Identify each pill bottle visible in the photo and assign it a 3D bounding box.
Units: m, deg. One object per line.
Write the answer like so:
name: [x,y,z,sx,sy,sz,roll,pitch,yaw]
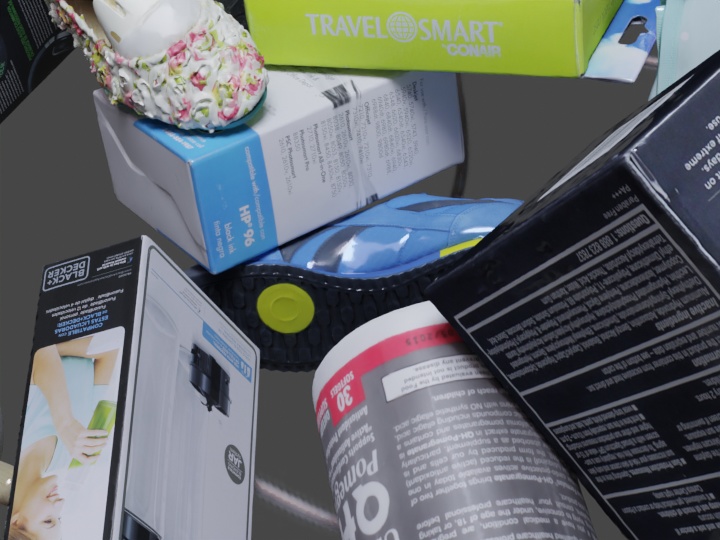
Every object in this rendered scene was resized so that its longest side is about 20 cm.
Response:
pill bottle: [0.048,0.123,0.666,0.109,0.111,0.202,-13,55,-2]

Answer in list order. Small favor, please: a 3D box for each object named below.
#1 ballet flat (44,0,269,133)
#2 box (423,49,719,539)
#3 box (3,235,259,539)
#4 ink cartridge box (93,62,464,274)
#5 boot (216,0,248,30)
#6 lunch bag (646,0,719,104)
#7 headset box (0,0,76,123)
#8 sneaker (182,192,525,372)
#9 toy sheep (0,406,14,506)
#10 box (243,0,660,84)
ballet flat: [-0.120,-0.132,0.767,0.076,0.064,0.200,-44,48,-10]
box: [0.155,0.028,0.582,0.123,0.200,0.199,-39,91,-21]
box: [-0.100,0.102,0.692,0.060,0.117,0.202,-14,52,21]
ink cartridge box: [-0.025,-0.083,0.811,0.199,0.068,0.116,-25,36,-25]
boot: [-0.073,-0.224,0.858,0.200,0.130,0.068,-48,41,18]
lunch bag: [0.217,-0.065,0.718,0.168,0.201,0.123,4,56,9]
headset box: [-0.294,-0.136,0.900,0.173,0.093,0.200,28,64,23]
sneaker: [0.000,0.000,0.794,0.197,0.067,0.079,-8,32,7]
toy sheep: [-0.237,0.070,0.727,0.199,0.139,0.138,21,60,31]
box: [0.054,-0.143,0.780,0.198,0.048,0.122,6,33,21]
